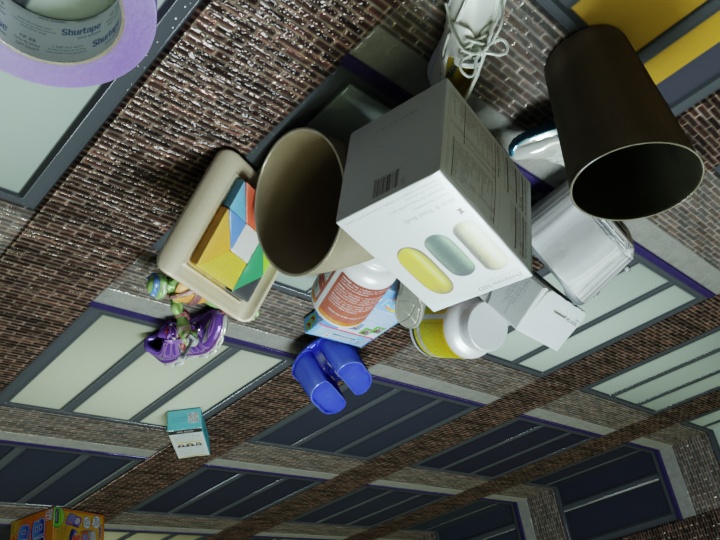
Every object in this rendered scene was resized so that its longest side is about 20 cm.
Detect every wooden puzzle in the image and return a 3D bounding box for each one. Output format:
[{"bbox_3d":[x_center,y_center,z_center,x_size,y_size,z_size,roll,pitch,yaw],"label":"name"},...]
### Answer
[{"bbox_3d":[-0.171,-0.041,1.035,0.037,0.188,0.200,21,167,37],"label":"wooden puzzle"}]

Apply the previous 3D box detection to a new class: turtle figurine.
[{"bbox_3d":[-0.228,0.052,1.159,0.191,0.148,0.198,-2,-174,-43],"label":"turtle figurine"}]

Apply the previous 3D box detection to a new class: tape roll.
[{"bbox_3d":[-0.296,-0.273,0.708,0.195,0.067,0.202,-8,149,-5],"label":"tape roll"}]

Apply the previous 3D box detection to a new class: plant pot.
[{"bbox_3d":[-0.013,-0.085,1.012,0.197,0.191,0.187,2,150,-44],"label":"plant pot"}]

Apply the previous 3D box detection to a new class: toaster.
[{"bbox_3d":[0.336,-0.057,1.156,0.129,0.200,0.114,-41,-177,24],"label":"toaster"}]

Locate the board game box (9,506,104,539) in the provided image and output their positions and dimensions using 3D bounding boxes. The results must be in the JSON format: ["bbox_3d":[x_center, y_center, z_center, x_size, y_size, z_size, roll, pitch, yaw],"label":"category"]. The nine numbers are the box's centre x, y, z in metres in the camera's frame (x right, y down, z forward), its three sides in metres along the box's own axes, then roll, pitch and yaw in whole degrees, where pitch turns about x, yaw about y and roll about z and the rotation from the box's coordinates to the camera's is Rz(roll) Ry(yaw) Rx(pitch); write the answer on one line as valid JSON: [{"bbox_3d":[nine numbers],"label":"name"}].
[{"bbox_3d":[-0.925,0.859,2.237,0.197,0.204,0.199,-24,146,22],"label":"board game box"}]

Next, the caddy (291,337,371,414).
[{"bbox_3d":[-0.061,0.206,1.526,0.140,0.106,0.201,-36,148,-4],"label":"caddy"}]

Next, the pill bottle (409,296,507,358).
[{"bbox_3d":[0.180,0.104,1.347,0.110,0.115,0.199,5,174,-23],"label":"pill bottle"}]

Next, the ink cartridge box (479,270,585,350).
[{"bbox_3d":[0.256,0.030,1.223,0.144,0.200,0.084,25,105,-43],"label":"ink cartridge box"}]

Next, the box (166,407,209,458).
[{"bbox_3d":[-0.415,0.397,1.782,0.080,0.050,0.201,-5,149,-9],"label":"box"}]

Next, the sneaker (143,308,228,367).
[{"bbox_3d":[-0.319,0.120,1.335,0.198,0.082,0.083,-27,139,28],"label":"sneaker"}]

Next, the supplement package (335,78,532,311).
[{"bbox_3d":[0.096,-0.083,0.888,0.150,0.153,0.199,-22,133,34],"label":"supplement package"}]

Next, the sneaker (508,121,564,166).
[{"bbox_3d":[0.303,-0.169,1.018,0.195,0.077,0.083,-8,106,0],"label":"sneaker"}]

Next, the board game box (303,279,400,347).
[{"bbox_3d":[0.009,0.077,1.397,0.149,0.037,0.199,19,139,-39],"label":"board game box"}]

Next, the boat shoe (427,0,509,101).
[{"bbox_3d":[0.124,-0.257,0.836,0.073,0.088,0.203,-1,148,-15],"label":"boat shoe"}]

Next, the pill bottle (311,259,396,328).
[{"bbox_3d":[0.000,0.000,1.194,0.110,0.114,0.201,5,146,-23],"label":"pill bottle"}]

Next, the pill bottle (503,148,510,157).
[{"bbox_3d":[0.174,-0.093,1.095,0.108,0.113,0.201,-13,149,5],"label":"pill bottle"}]

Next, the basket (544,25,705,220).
[{"bbox_3d":[0.303,-0.185,0.895,0.177,0.204,0.136,8,145,-29],"label":"basket"}]

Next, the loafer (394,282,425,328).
[{"bbox_3d":[0.106,0.008,1.284,0.071,0.063,0.203,25,128,15],"label":"loafer"}]
